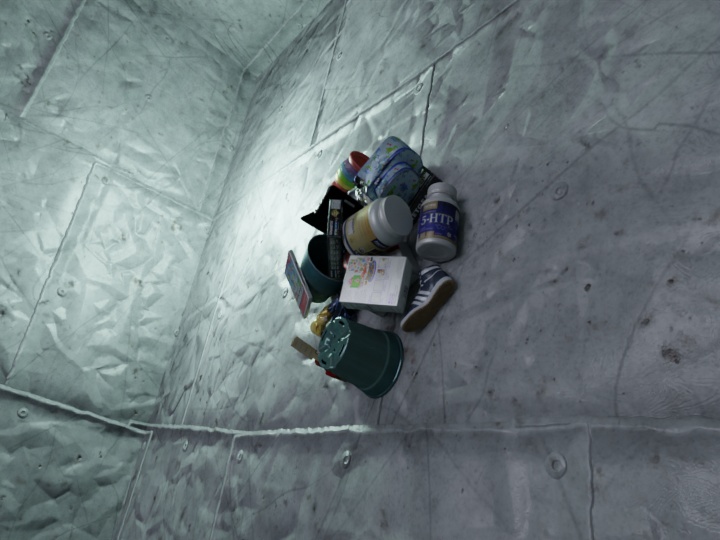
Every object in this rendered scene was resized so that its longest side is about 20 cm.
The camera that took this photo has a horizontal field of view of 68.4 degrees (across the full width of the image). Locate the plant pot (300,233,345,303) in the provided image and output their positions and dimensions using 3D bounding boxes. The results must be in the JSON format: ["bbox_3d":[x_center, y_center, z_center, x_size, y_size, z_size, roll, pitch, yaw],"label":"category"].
[{"bbox_3d":[-0.136,0.009,1.898,0.189,0.194,0.205,-52,31,42],"label":"plant pot"}]

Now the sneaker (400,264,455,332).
[{"bbox_3d":[0.175,0.074,1.494,0.201,0.069,0.110,-48,38,15],"label":"sneaker"}]

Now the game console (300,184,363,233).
[{"bbox_3d":[-0.094,-0.208,1.966,0.179,0.197,0.116,-58,33,7],"label":"game console"}]

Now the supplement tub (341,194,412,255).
[{"bbox_3d":[0.050,-0.129,1.596,0.197,0.142,0.149,-26,47,46],"label":"supplement tub"}]

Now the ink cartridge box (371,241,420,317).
[{"bbox_3d":[0.084,0.020,1.654,0.201,0.082,0.146,-48,34,22],"label":"ink cartridge box"}]

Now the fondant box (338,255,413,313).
[{"bbox_3d":[0.045,0.037,1.533,0.194,0.058,0.149,3,69,30],"label":"fondant box"}]

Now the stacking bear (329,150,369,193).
[{"bbox_3d":[-0.052,-0.365,2.109,0.200,0.111,0.124,-45,36,35],"label":"stacking bear"}]

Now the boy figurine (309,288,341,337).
[{"bbox_3d":[-0.112,0.157,1.852,0.202,0.064,0.125,-52,0,21],"label":"boy figurine"}]

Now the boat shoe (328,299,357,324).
[{"bbox_3d":[-0.051,0.164,1.776,0.069,0.082,0.205,51,127,48],"label":"boat shoe"}]

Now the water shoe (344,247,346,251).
[{"bbox_3d":[-0.001,-0.128,1.785,0.197,0.079,0.073,-23,32,41],"label":"water shoe"}]

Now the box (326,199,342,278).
[{"bbox_3d":[-0.079,-0.100,1.715,0.203,0.044,0.163,91,-179,-51],"label":"box"}]

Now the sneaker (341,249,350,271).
[{"bbox_3d":[0.000,0.000,1.666,0.086,0.073,0.205,-33,45,21],"label":"sneaker"}]

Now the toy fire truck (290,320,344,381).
[{"bbox_3d":[-0.101,0.233,1.668,0.127,0.197,0.182,2,68,54],"label":"toy fire truck"}]

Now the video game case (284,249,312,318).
[{"bbox_3d":[-0.223,0.050,1.884,0.204,0.017,0.144,64,154,25],"label":"video game case"}]

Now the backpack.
[{"bbox_3d":[0.105,-0.295,1.662,0.202,0.182,0.147,-52,54,7],"label":"backpack"}]

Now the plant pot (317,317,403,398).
[{"bbox_3d":[-0.008,0.240,1.532,0.198,0.193,0.206,-33,43,37],"label":"plant pot"}]

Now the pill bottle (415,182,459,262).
[{"bbox_3d":[0.226,-0.141,1.524,0.118,0.118,0.207,-20,52,47],"label":"pill bottle"}]

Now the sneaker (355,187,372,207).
[{"bbox_3d":[0.049,-0.231,1.889,0.078,0.082,0.206,117,139,-61],"label":"sneaker"}]

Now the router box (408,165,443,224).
[{"bbox_3d":[0.167,-0.245,1.746,0.203,0.050,0.150,-55,34,14],"label":"router box"}]
